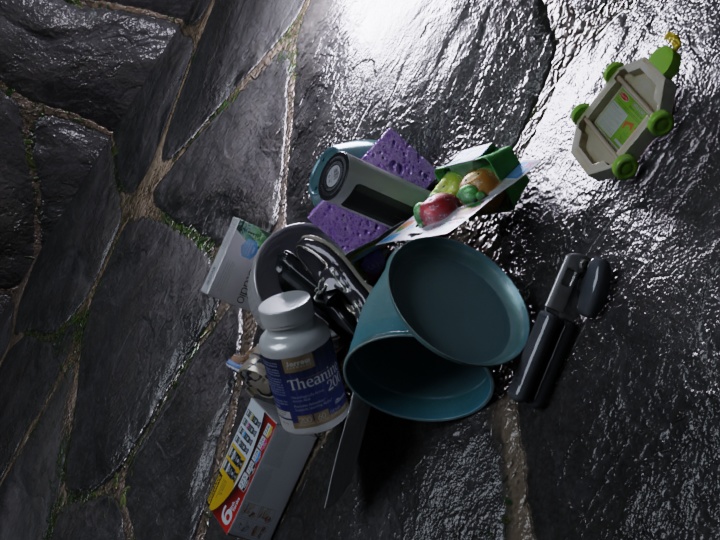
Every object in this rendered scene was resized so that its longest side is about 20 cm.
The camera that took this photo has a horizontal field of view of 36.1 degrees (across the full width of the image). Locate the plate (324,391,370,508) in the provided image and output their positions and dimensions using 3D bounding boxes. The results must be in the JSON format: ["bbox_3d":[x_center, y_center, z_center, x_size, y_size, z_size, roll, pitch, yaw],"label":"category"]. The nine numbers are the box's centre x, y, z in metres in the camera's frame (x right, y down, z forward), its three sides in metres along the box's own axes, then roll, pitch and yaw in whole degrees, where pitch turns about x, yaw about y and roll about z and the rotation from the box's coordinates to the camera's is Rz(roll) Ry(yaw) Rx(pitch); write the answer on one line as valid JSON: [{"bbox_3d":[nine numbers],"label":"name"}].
[{"bbox_3d":[-0.005,0.214,1.602,0.200,0.032,0.201,-72,-3,-54],"label":"plate"}]

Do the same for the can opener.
[{"bbox_3d":[0.246,0.074,1.350,0.067,0.053,0.201,20,87,63],"label":"can opener"}]

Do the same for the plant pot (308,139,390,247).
[{"bbox_3d":[-0.008,-0.142,1.881,0.200,0.134,0.201,-40,36,39],"label":"plant pot"}]

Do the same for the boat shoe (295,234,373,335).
[{"bbox_3d":[-0.037,0.025,1.612,0.200,0.063,0.073,44,151,23],"label":"boat shoe"}]

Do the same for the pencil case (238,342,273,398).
[{"bbox_3d":[-0.135,0.123,1.903,0.201,0.077,0.090,-60,-1,-27],"label":"pencil case"}]

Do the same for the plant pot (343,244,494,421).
[{"bbox_3d":[0.089,0.072,1.496,0.200,0.199,0.189,-37,32,43],"label":"plant pot"}]

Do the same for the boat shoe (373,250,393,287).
[{"bbox_3d":[0.058,0.053,1.703,0.073,0.062,0.201,119,160,-43],"label":"boat shoe"}]

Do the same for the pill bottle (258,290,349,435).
[{"bbox_3d":[-0.091,0.138,1.678,0.111,0.110,0.201,30,137,62],"label":"pill bottle"}]

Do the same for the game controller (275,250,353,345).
[{"bbox_3d":[-0.055,0.050,1.704,0.042,0.200,0.104,-45,-22,-16],"label":"game controller"}]

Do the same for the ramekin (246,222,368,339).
[{"bbox_3d":[-0.096,0.031,1.840,0.105,0.199,0.201,140,145,-62],"label":"ramekin"}]

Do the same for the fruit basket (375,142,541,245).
[{"bbox_3d":[0.133,-0.102,1.562,0.199,0.094,0.185,-32,13,-28],"label":"fruit basket"}]

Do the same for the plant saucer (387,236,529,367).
[{"bbox_3d":[0.120,0.043,1.388,0.027,0.199,0.201,123,154,-42],"label":"plant saucer"}]

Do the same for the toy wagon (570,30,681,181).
[{"bbox_3d":[0.348,-0.209,1.408,0.200,0.039,0.156,-53,30,22],"label":"toy wagon"}]

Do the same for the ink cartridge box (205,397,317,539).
[{"bbox_3d":[-0.177,0.329,1.864,0.201,0.084,0.175,-66,27,2],"label":"ink cartridge box"}]

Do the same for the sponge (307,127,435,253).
[{"bbox_3d":[0.020,-0.121,1.788,0.200,0.111,0.030,-47,8,3],"label":"sponge"}]

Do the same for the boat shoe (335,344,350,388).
[{"bbox_3d":[-0.057,0.168,1.790,0.200,0.072,0.073,-32,42,47],"label":"boat shoe"}]

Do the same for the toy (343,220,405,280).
[{"bbox_3d":[0.000,0.000,1.714,0.115,0.047,0.200,-31,-5,-29],"label":"toy"}]

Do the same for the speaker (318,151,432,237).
[{"bbox_3d":[0.037,-0.112,1.708,0.081,0.199,0.082,-32,47,43],"label":"speaker"}]

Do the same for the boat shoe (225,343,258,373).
[{"bbox_3d":[-0.171,0.170,2.006,0.199,0.072,0.073,11,73,52],"label":"boat shoe"}]

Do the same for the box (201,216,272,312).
[{"bbox_3d":[-0.168,0.008,1.976,0.036,0.199,0.145,24,90,58],"label":"box"}]
